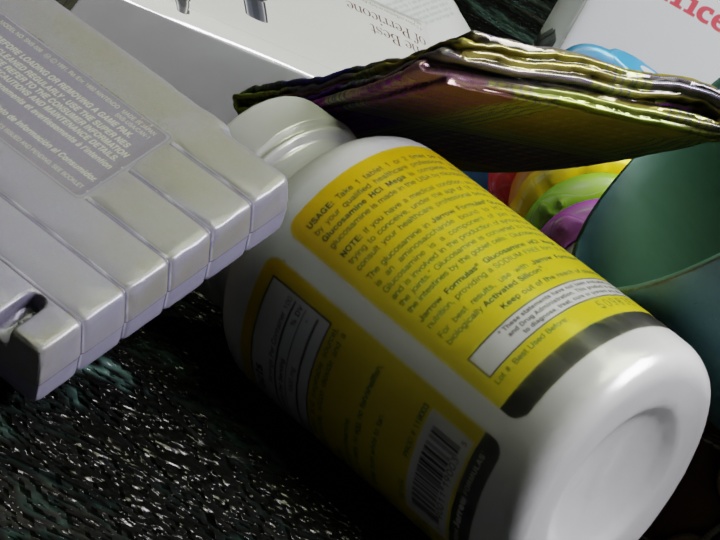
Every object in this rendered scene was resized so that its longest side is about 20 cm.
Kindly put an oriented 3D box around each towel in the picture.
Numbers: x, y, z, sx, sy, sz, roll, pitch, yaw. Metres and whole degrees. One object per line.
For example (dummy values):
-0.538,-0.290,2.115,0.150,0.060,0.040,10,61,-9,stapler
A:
0.046,-0.064,1.027,0.143,0.023,0.200,8,-7,-26,towel

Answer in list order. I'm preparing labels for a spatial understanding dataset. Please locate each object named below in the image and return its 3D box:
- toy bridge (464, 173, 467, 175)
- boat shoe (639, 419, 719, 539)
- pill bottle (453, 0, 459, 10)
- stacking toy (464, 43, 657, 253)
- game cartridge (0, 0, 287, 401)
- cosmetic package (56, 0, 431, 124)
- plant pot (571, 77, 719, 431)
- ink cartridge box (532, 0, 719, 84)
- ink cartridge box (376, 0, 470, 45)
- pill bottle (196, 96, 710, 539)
0.052,0.001,1.167,0.068,0.027,0.200,64,0,6,toy bridge
0.160,0.100,1.048,0.199,0.076,0.072,23,17,-22,boat shoe
-0.050,-0.144,1.377,0.199,0.114,0.114,23,15,-30,pill bottle
0.108,-0.009,1.158,0.116,0.110,0.200,39,24,-13,stacking toy
-0.137,-0.048,0.891,0.200,0.039,0.129,36,46,22,game cartridge
-0.053,-0.106,1.153,0.199,0.051,0.083,20,42,-32,cosmetic package
0.208,0.002,0.986,0.161,0.200,0.201,50,9,-13,plant pot
0.147,-0.067,1.336,0.144,0.201,0.084,28,14,-8,ink cartridge box
-0.039,-0.155,1.280,0.160,0.047,0.201,-25,81,-48,ink cartridge box
0.023,0.022,0.943,0.200,0.113,0.112,39,16,30,pill bottle
